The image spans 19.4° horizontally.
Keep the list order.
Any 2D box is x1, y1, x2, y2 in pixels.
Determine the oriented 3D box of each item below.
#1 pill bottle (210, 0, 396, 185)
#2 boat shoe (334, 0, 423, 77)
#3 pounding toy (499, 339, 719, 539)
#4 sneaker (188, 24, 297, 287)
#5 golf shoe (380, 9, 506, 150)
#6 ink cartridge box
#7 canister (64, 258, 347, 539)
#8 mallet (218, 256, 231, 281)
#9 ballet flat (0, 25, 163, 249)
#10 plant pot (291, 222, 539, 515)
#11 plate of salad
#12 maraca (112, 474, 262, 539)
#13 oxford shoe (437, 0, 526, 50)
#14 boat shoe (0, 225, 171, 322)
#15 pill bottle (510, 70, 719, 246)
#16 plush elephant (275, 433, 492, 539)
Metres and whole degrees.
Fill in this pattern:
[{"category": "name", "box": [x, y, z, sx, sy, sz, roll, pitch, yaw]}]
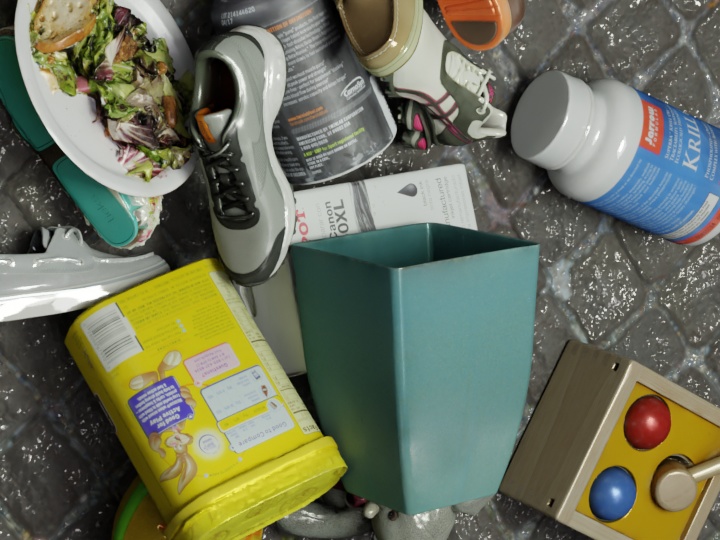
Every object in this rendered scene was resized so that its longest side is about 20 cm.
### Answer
[{"category": "pill bottle", "box": [-0.054, -0.178, 1.688, 0.106, 0.106, 0.201, -32, 113, -20]}, {"category": "boat shoe", "box": [-0.004, -0.240, 1.629, 0.074, 0.201, 0.066, -32, 142, 27]}, {"category": "pounding toy", "box": [0.272, 0.171, 1.909, 0.199, 0.142, 0.185, 28, 86, -29]}, {"category": "sneaker", "box": [-0.099, -0.086, 1.617, 0.079, 0.074, 0.201, -16, 104, -57]}, {"category": "golf shoe", "box": [0.067, -0.163, 1.716, 0.200, 0.088, 0.078, 60, 38, -66]}, {"category": "ink cartridge box", "box": [0.000, 0.000, 1.732, 0.199, 0.083, 0.146, -12, 91, -35]}, {"category": "canister", "box": [-0.122, 0.104, 1.628, 0.148, 0.087, 0.201, -23, 73, -29]}, {"category": "mallet", "box": [-0.117, -0.013, 1.728, 0.066, 0.041, 0.201, 2, 94, -32]}, {"category": "ballet flat", "box": [-0.220, -0.107, 1.637, 0.201, 0.075, 0.064, 60, 33, -15]}, {"category": "plant pot", "box": [0.045, 0.077, 1.629, 0.141, 0.141, 0.201, -10, 104, -34]}, {"category": "plate of salad", "box": [-0.182, -0.154, 1.608, 0.200, 0.048, 0.201, 30, 49, -42]}, {"category": "maraca", "box": [-0.145, 0.232, 1.711, 0.137, 0.107, 0.201, -1, 116, -33]}, {"category": "oxford shoe", "box": [0.082, -0.282, 1.699, 0.073, 0.071, 0.201, -38, 117, -47]}, {"category": "boat shoe", "box": [-0.243, -0.001, 1.646, 0.199, 0.072, 0.069, -10, 92, -25]}, {"category": "pill bottle", "box": [0.234, -0.103, 1.855, 0.199, 0.112, 0.113, 20, 90, -30]}, {"category": "plush elephant", "box": [0.016, 0.182, 1.765, 0.165, 0.155, 0.200, -44, 116, -14]}]
